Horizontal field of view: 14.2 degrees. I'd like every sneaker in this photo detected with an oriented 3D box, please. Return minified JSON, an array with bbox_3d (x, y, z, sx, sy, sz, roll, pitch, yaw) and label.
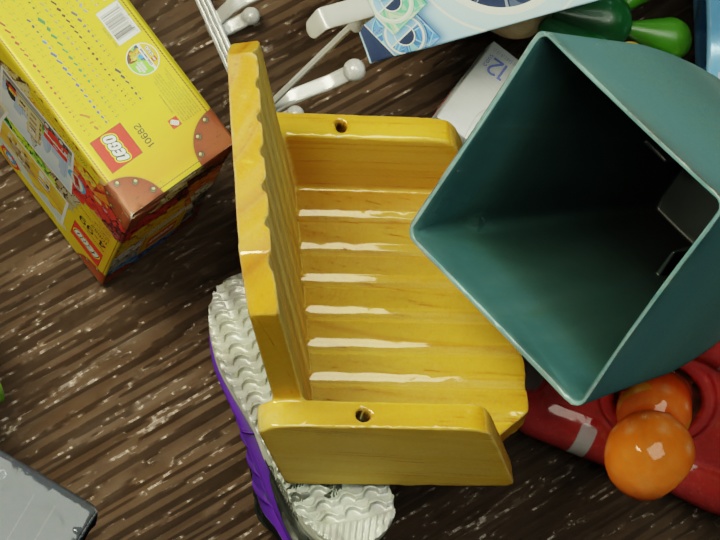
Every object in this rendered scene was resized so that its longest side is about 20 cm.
[{"bbox_3d":[-0.042,0.097,1.639,0.069,0.100,0.200,-11,56,-15],"label":"sneaker"}]

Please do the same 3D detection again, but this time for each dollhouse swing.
[{"bbox_3d":[0.011,-0.014,1.550,0.181,0.176,0.200,1,57,-9],"label":"dollhouse swing"}]

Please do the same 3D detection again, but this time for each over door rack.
[{"bbox_3d":[-0.046,-0.175,1.649,0.066,0.200,0.148,-22,81,-20],"label":"over door rack"}]

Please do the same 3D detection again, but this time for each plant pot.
[{"bbox_3d":[0.160,-0.034,1.563,0.141,0.141,0.200,46,28,23],"label":"plant pot"}]

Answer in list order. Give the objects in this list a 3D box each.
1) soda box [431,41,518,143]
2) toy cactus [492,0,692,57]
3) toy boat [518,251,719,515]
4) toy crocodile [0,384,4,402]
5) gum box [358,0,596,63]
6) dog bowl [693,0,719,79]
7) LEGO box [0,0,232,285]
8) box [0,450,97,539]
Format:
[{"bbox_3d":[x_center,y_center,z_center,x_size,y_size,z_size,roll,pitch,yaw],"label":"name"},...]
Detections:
[{"bbox_3d":[0.133,-0.046,1.724,0.200,0.068,0.063,37,71,-1],"label":"soda box"},{"bbox_3d":[0.129,-0.155,1.706,0.165,0.102,0.200,12,48,-21],"label":"toy cactus"},{"bbox_3d":[0.170,0.083,1.648,0.200,0.131,0.131,22,36,-5],"label":"toy boat"},{"bbox_3d":[-0.249,0.006,1.606,0.067,0.062,0.200,-14,55,-15],"label":"toy crocodile"},{"bbox_3d":[0.070,-0.223,1.611,0.045,0.200,0.170,-48,121,-59],"label":"gum box"},{"bbox_3d":[0.230,-0.169,1.753,0.049,0.112,0.201,1,67,3],"label":"dog bowl"},{"bbox_3d":[-0.168,-0.108,1.631,0.077,0.149,0.200,-36,85,-18],"label":"LEGO box"},{"bbox_3d":[-0.278,0.171,1.551,0.200,0.117,0.197,30,71,-2],"label":"box"}]
